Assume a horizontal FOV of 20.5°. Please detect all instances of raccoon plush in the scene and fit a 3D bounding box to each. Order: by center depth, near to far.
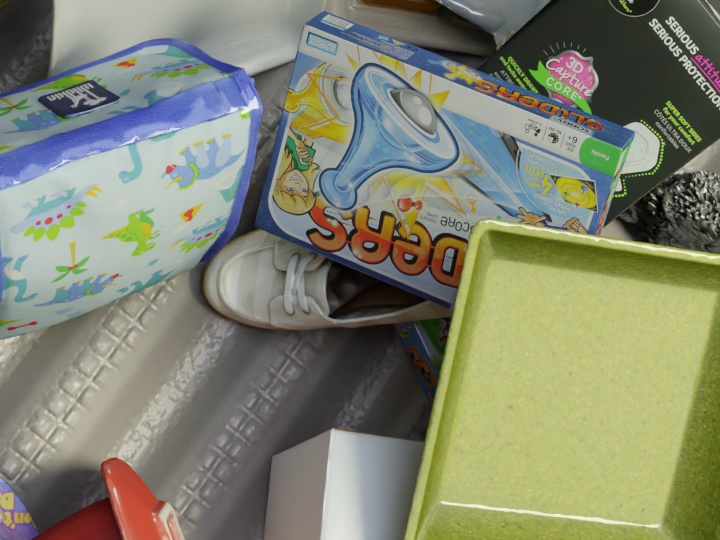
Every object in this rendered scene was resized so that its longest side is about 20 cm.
[{"bbox_3d":[0.255,-0.057,1.345,0.134,0.097,0.201,-37,91,-31],"label":"raccoon plush"}]

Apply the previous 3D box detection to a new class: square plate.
[{"bbox_3d":[-0.102,-0.167,1.187,0.197,0.200,0.029,-21,66,-23],"label":"square plate"}]

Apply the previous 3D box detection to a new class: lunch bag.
[{"bbox_3d":[-0.157,-0.050,1.135,0.169,0.200,0.128,-23,86,-22],"label":"lunch bag"}]

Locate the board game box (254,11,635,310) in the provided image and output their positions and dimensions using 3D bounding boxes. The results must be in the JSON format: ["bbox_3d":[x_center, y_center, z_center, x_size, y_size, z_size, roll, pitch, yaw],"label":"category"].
[{"bbox_3d":[0.046,-0.052,1.160,0.199,0.136,0.034,22,28,13],"label":"board game box"}]

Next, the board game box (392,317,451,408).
[{"bbox_3d":[0.082,-0.008,1.298,0.151,0.037,0.201,-24,86,-22],"label":"board game box"}]

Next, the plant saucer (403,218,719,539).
[{"bbox_3d":[0.127,0.075,1.124,0.198,0.048,0.201,8,102,-18],"label":"plant saucer"}]

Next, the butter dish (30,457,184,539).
[{"bbox_3d":[-0.152,0.216,1.095,0.147,0.200,0.201,-20,88,-4],"label":"butter dish"}]

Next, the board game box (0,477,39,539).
[{"bbox_3d":[-0.269,0.185,1.126,0.198,0.039,0.159,11,75,-18],"label":"board game box"}]

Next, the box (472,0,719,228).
[{"bbox_3d":[0.151,-0.114,1.197,0.125,0.200,0.149,50,31,-3],"label":"box"}]

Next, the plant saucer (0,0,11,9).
[{"bbox_3d":[-0.236,-0.158,1.117,0.200,0.200,0.049,-42,97,-12],"label":"plant saucer"}]

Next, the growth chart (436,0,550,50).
[{"bbox_3d":[0.067,-0.228,1.315,0.199,0.018,0.145,33,66,-12],"label":"growth chart"}]

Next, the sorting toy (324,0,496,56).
[{"bbox_3d":[0.057,-0.240,1.341,0.198,0.036,0.187,4,77,-18],"label":"sorting toy"}]

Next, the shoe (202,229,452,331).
[{"bbox_3d":[0.000,0.000,1.229,0.198,0.053,0.071,-3,87,1],"label":"shoe"}]

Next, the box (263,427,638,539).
[{"bbox_3d":[0.052,0.164,1.201,0.198,0.124,0.098,10,74,-18],"label":"box"}]
